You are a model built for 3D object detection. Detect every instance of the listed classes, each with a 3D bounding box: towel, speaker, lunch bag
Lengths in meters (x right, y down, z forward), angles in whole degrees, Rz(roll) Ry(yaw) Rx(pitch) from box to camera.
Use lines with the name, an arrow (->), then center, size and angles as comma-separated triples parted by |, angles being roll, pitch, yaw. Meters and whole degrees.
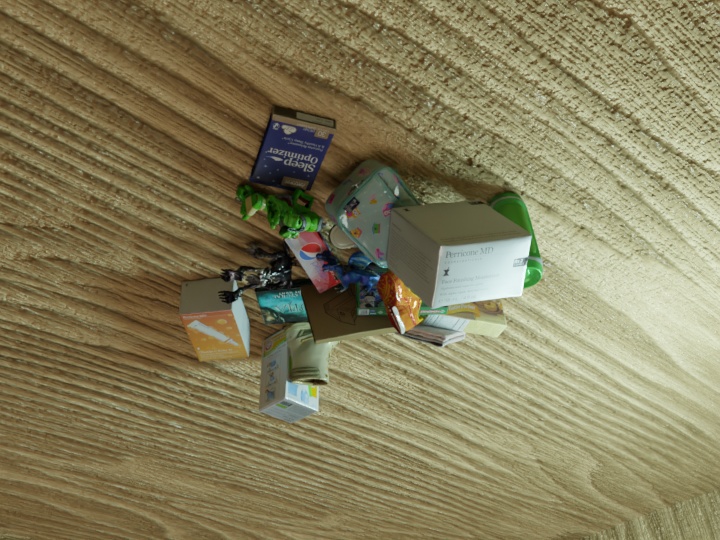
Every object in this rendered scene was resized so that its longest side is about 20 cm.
towel -> 0.129, 0.135, 1.794 | 0.200, 0.032, 0.191 | 14, -175, 20
speaker -> 0.311, -0.062, 1.563 | 0.088, 0.200, 0.088 | -3, 141, -2
lunch bag -> 0.038, -0.115, 1.522 | 0.160, 0.077, 0.200 | -44, 126, 0

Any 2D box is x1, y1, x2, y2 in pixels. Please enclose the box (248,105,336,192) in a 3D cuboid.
box -> -0.134, -0.217, 1.469 | 0.121, 0.032, 0.200 | 10, 140, -17

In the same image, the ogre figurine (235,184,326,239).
ogre figurine -> -0.148, -0.115, 1.504 | 0.120, 0.098, 0.200 | 11, 173, -43

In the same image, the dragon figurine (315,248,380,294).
dragon figurine -> 0.000, 0.000, 1.634 | 0.200, 0.059, 0.099 | 3, 147, -14

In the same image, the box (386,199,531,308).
box -> 0.181, -0.037, 1.464 | 0.199, 0.200, 0.131 | -7, 117, -22

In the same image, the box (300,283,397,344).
box -> -0.021, 0.085, 1.711 | 0.200, 0.164, 0.021 | -7, 135, -14

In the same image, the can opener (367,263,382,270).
can opener -> 0.098, -0.043, 1.684 | 0.200, 0.066, 0.053 | -15, 125, 25

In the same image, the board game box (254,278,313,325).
board game box -> -0.140, 0.073, 1.828 | 0.200, 0.028, 0.135 | -6, 140, 2

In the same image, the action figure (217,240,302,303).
action figure -> -0.218, -0.001, 1.674 | 0.200, 0.102, 0.119 | -23, 124, -41

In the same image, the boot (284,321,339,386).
boot -> -0.080, 0.203, 1.880 | 0.200, 0.156, 0.073 | 1, 152, -20

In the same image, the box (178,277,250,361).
box -> -0.338, 0.117, 1.811 | 0.124, 0.098, 0.200 | -5, 141, 2

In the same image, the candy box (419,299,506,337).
candy box -> 0.235, 0.082, 1.803 | 0.200, 0.116, 0.055 | 10, 138, -17

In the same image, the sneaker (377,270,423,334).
sneaker -> 0.085, 0.054, 1.596 | 0.077, 0.073, 0.200 | -34, 148, -10

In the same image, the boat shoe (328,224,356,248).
boat shoe -> 0.030, -0.085, 1.623 | 0.200, 0.072, 0.060 | -11, -177, -10

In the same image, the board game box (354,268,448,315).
board game box -> 0.088, 0.039, 1.722 | 0.200, 0.135, 0.029 | 0, 138, -4

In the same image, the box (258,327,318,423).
box -> -0.176, 0.259, 1.918 | 0.101, 0.200, 0.112 | -30, 136, 34

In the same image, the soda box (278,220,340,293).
soda box -> -0.103, -0.041, 1.652 | 0.070, 0.063, 0.200 | -28, 138, 2
